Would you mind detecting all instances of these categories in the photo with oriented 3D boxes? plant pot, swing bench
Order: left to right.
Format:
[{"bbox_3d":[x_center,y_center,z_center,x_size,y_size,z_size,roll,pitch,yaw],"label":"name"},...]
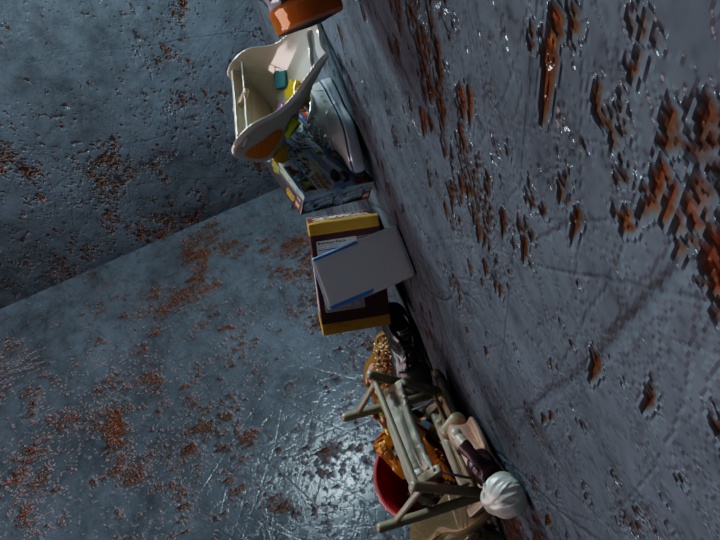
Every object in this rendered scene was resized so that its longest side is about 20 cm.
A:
[{"bbox_3d":[0.100,0.272,1.004,0.131,0.195,0.202,-61,39,37],"label":"swing bench"},{"bbox_3d":[0.145,0.447,1.352,0.178,0.197,0.203,57,-173,-52],"label":"plant pot"}]

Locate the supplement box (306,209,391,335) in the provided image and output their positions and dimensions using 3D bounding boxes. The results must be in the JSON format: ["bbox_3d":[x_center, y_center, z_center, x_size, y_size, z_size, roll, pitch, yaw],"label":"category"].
[{"bbox_3d":[-0.028,-0.004,1.248,0.197,0.129,0.206,-130,32,-80],"label":"supplement box"}]

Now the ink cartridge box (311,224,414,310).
[{"bbox_3d":[0.000,0.000,1.047,0.200,0.141,0.086,127,121,-86],"label":"ink cartridge box"}]

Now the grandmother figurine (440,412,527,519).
[{"bbox_3d":[0.159,0.251,0.833,0.121,0.061,0.200,41,-178,-15],"label":"grandmother figurine"}]

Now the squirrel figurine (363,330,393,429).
[{"bbox_3d":[0.066,0.243,1.396,0.188,0.137,0.205,-79,-9,-57],"label":"squirrel figurine"}]

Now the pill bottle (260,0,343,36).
[{"bbox_3d":[-0.081,-0.324,0.580,0.106,0.104,0.205,-123,11,-74],"label":"pill bottle"}]

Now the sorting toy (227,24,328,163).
[{"bbox_3d":[-0.111,-0.278,0.952,0.105,0.180,0.204,21,-140,-34],"label":"sorting toy"}]

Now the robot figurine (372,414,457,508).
[{"bbox_3d":[0.126,0.347,1.154,0.199,0.145,0.058,42,-154,-2],"label":"robot figurine"}]

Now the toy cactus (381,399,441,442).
[{"bbox_3d":[0.129,0.313,1.261,0.165,0.195,0.105,-34,-38,-64],"label":"toy cactus"}]

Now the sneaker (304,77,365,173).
[{"bbox_3d":[-0.048,-0.224,1.028,0.074,0.069,0.203,71,176,-54],"label":"sneaker"}]

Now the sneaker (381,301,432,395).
[{"bbox_3d":[0.087,0.157,1.267,0.079,0.074,0.204,91,157,-77],"label":"sneaker"}]

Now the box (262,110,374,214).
[{"bbox_3d":[-0.085,-0.182,1.043,0.201,0.134,0.040,54,143,29],"label":"box"}]

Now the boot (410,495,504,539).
[{"bbox_3d":[0.200,0.444,1.110,0.153,0.200,0.074,24,-143,-25],"label":"boot"}]
